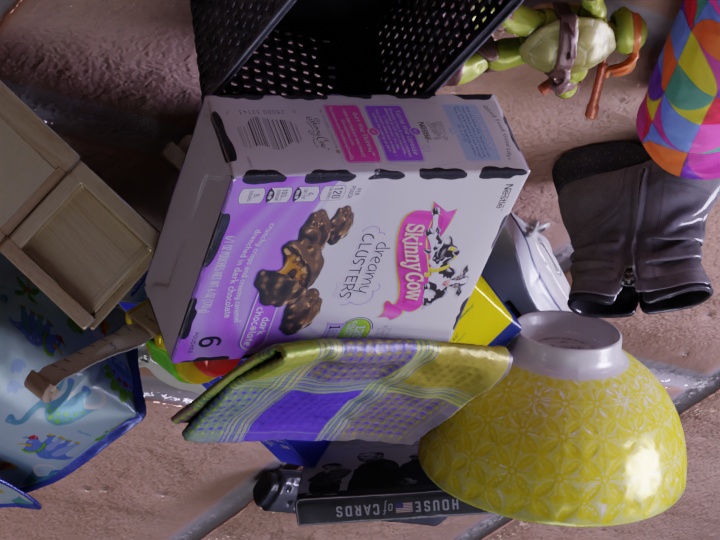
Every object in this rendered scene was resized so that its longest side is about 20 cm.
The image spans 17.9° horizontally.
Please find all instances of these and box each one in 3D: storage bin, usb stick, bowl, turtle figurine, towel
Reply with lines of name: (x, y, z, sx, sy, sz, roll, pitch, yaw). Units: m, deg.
storage bin: (-0.006, -0.170, 1.388, 0.134, 0.094, 0.200, 10, 145, -29)
usb stick: (-0.003, 0.211, 2.124, 0.199, 0.033, 0.055, 9, 147, -27)
bowl: (0.144, 0.093, 1.641, 0.198, 0.200, 0.109, 0, 111, -15)
turtle figurine: (0.120, -0.148, 1.488, 0.160, 0.065, 0.200, -3, 150, -10)
towel: (-0.008, 0.082, 1.509, 0.199, 0.023, 0.143, 5, 151, -38)

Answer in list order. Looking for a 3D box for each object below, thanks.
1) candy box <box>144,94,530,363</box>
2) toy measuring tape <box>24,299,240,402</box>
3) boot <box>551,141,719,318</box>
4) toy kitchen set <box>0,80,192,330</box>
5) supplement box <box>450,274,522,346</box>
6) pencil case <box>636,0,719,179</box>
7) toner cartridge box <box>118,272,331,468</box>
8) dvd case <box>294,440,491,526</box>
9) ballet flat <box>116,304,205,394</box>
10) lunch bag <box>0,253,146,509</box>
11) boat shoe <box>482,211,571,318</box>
candy box: (-0.017, -0.027, 1.425, 0.198, 0.072, 0.168, -3, 139, -24)
toy measuring tape: (-0.141, 0.059, 1.561, 0.199, 0.074, 0.074, -29, 164, -33)
boot: (0.241, -0.036, 1.650, 0.199, 0.133, 0.070, -16, 150, 13)
toy kitchen set: (-0.192, -0.082, 1.538, 0.163, 0.180, 0.200, -47, -174, -4)
supplement box: (0.000, 0.000, 1.594, 0.109, 0.109, 0.200, -44, 126, 6)
pencil case: (0.246, -0.142, 1.516, 0.088, 0.089, 0.200, -2, 152, -12)
toner cartridge box: (-0.081, 0.049, 1.682, 0.043, 0.095, 0.200, 4, 144, 50)
dvd case: (0.031, 0.150, 1.725, 0.149, 0.025, 0.200, -4, -170, 3)
ballet flat: (-0.116, 0.071, 1.814, 0.199, 0.072, 0.072, 15, 143, -37)
lunch bag: (-0.283, 0.090, 1.667, 0.199, 0.128, 0.170, -35, 131, 25)
boat shoe: (0.119, -0.008, 1.733, 0.074, 0.086, 0.202, -22, 120, 31)
